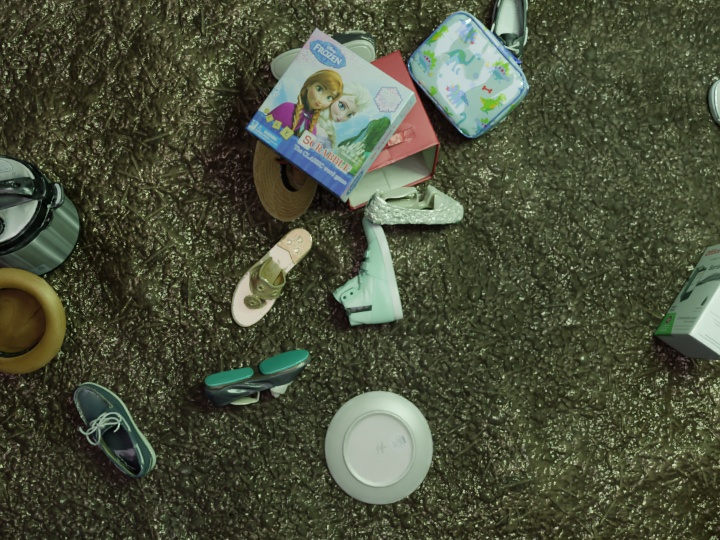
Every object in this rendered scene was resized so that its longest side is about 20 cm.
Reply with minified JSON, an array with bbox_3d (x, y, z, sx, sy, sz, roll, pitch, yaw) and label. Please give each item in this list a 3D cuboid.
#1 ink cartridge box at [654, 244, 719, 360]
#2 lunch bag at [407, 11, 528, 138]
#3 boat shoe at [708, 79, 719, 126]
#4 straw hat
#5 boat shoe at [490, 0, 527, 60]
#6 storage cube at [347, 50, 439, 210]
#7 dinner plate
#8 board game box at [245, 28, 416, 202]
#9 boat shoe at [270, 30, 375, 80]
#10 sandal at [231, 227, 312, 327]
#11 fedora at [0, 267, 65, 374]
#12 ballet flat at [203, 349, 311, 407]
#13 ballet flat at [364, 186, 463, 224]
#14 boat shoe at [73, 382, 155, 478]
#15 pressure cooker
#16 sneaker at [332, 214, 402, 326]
[{"bbox_3d":[0.631,0.052,1.226,0.084,0.146,0.201,33,85,3],"label":"ink cartridge box"},{"bbox_3d":[0.198,-0.353,1.258,0.161,0.082,0.200,-43,86,19],"label":"lunch bag"},{"bbox_3d":[0.718,-0.268,1.279,0.074,0.086,0.204,-22,87,-3],"label":"boat shoe"},{"bbox_3d":[-0.105,-0.192,1.254,0.084,0.200,0.204,-8,84,-45],"label":"straw hat"},{"bbox_3d":[0.272,-0.432,1.294,0.074,0.060,0.203,1,86,-2],"label":"boat shoe"},{"bbox_3d":[0.022,-0.237,1.212,0.169,0.200,0.182,-22,80,-2],"label":"storage cube"},{"bbox_3d":[0.033,0.322,1.255,0.197,0.024,0.203,0,86,-2],"label":"dinner plate"},{"bbox_3d":[-0.048,-0.247,1.103,0.199,0.041,0.201,35,89,12],"label":"board game box"},{"bbox_3d":[-0.069,-0.398,1.285,0.197,0.074,0.061,-11,44,14],"label":"boat shoe"},{"bbox_3d":[-0.166,0.007,1.249,0.077,0.070,0.212,39,86,2],"label":"sandal"},{"bbox_3d":[-0.600,0.081,1.218,0.197,0.082,0.204,1,106,2],"label":"fedora"},{"bbox_3d":[-0.179,0.199,1.242,0.197,0.073,0.074,-15,86,-8],"label":"ballet flat"},{"bbox_3d":[0.104,-0.117,1.235,0.197,0.072,0.073,-5,86,-22],"label":"ballet flat"},{"bbox_3d":[-0.442,0.283,1.227,0.075,0.062,0.201,-35,87,-1],"label":"boat shoe"},{"bbox_3d":[-0.586,-0.094,1.171,0.177,0.200,0.177,32,77,11],"label":"pressure cooker"},{"bbox_3d":[0.000,0.000,1.252,0.117,0.074,0.203,-12,85,1],"label":"sneaker"}]
